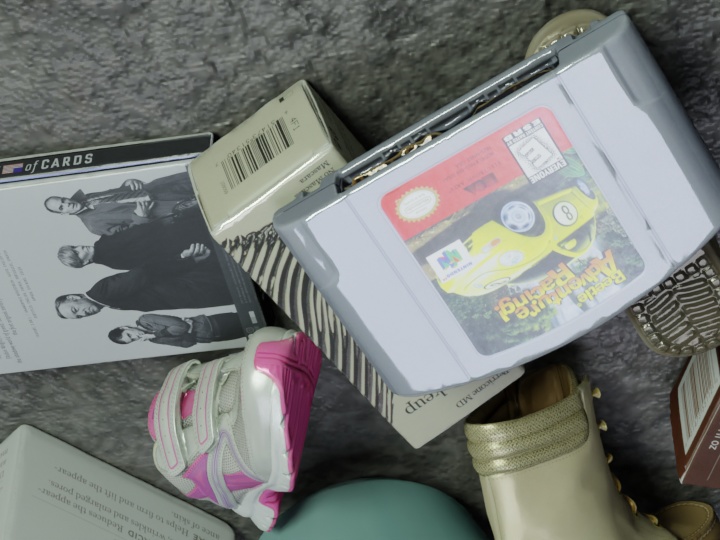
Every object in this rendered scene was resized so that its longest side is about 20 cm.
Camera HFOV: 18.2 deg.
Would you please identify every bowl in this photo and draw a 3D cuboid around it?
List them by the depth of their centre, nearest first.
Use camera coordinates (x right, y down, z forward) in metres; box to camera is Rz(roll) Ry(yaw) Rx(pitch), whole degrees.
[{"bbox_3d":[0.007,0.203,1.373,0.199,0.105,0.202,-7,136,-7],"label":"bowl"}]

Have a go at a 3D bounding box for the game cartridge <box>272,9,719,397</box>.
[{"bbox_3d":[0.074,-0.023,1.094,0.199,0.041,0.133,-30,119,13],"label":"game cartridge"}]

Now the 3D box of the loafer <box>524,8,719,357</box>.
[{"bbox_3d":[0.134,-0.048,1.142,0.075,0.068,0.201,-21,117,9],"label":"loafer"}]

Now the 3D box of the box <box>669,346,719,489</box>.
[{"bbox_3d":[0.284,0.080,1.267,0.199,0.075,0.100,7,137,-8],"label":"box"}]

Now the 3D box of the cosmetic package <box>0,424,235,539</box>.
[{"bbox_3d":[-0.193,0.239,1.365,0.164,0.201,0.165,29,132,-26],"label":"cosmetic package"}]

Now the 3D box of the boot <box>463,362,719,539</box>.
[{"bbox_3d":[0.138,0.127,1.310,0.073,0.199,0.157,-4,102,46],"label":"boot"}]

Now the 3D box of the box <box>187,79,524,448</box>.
[{"bbox_3d":[0.000,0.000,1.182,0.082,0.069,0.200,-36,127,10],"label":"box"}]

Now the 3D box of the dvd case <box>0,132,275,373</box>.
[{"bbox_3d":[-0.159,-0.004,1.231,0.199,0.025,0.151,-6,137,9],"label":"dvd case"}]

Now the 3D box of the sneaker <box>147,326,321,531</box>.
[{"bbox_3d":[-0.076,0.088,1.266,0.088,0.082,0.200,14,151,-4],"label":"sneaker"}]
